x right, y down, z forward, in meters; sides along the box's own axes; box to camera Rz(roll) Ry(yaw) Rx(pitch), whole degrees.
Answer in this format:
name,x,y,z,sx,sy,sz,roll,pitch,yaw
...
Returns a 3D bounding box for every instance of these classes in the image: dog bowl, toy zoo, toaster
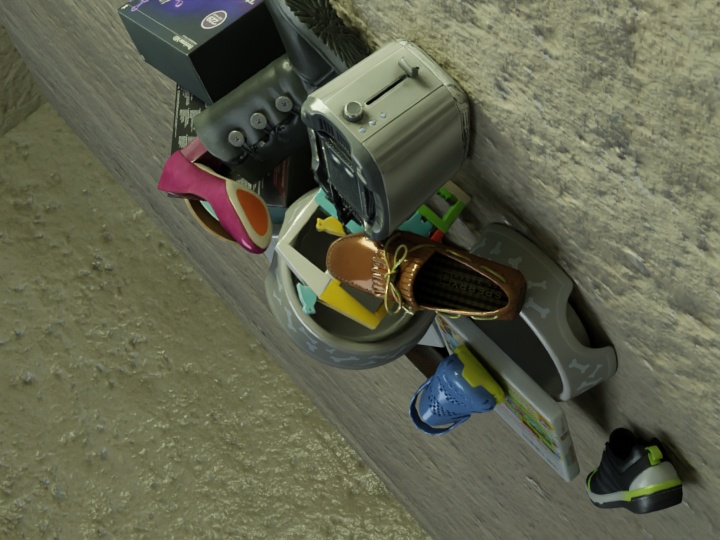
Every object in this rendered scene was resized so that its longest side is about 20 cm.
name,x,y,z,sx,sy,sz,roll,pitch,yaw
dog bowl,0.000,0.000,1.367,0.201,0.199,0.059,51,167,-1
toy zoo,0.005,-0.035,1.324,0.131,0.201,0.020,38,168,-4
toaster,0.028,-0.119,1.219,0.114,0.129,0.201,47,166,23
dog bowl,0.173,0.050,1.345,0.200,0.058,0.200,49,168,13

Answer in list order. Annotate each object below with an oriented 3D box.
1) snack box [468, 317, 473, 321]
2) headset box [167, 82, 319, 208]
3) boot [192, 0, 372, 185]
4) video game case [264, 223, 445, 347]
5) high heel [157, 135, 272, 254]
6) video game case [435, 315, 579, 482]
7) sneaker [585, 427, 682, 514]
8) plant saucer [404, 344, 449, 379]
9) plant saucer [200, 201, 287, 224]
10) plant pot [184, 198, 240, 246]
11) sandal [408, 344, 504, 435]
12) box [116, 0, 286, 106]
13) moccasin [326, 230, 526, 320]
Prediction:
name,x,y,z,sx,sy,sz,roll,pitch,yaw
snack box,0.116,0.039,1.534,0.143,0.053,0.200,57,168,-23
headset box,-0.117,-0.148,1.467,0.198,0.151,0.077,6,-177,34
boot,-0.099,-0.197,1.325,0.199,0.066,0.165,-31,106,38
video game case,-0.010,0.017,1.547,0.198,0.024,0.183,6,142,34
high heel,-0.157,-0.063,1.395,0.067,0.096,0.201,29,-157,-40
video game case,0.161,0.130,1.448,0.200,0.023,0.183,45,170,31
sneaker,0.291,0.207,1.401,0.200,0.071,0.084,149,106,-77
plant saucer,0.098,0.099,1.682,0.200,0.032,0.200,41,-168,-11
plant saucer,-0.115,-0.144,1.572,0.201,0.200,0.027,49,-166,9
plant pot,-0.119,-0.123,1.697,0.187,0.187,0.200,50,-174,6
sandal,0.101,0.140,1.438,0.080,0.087,0.200,50,170,9
box,-0.164,-0.274,1.452,0.200,0.141,0.079,36,161,50
moccasin,0.057,0.008,1.251,0.199,0.075,0.078,20,-171,19
